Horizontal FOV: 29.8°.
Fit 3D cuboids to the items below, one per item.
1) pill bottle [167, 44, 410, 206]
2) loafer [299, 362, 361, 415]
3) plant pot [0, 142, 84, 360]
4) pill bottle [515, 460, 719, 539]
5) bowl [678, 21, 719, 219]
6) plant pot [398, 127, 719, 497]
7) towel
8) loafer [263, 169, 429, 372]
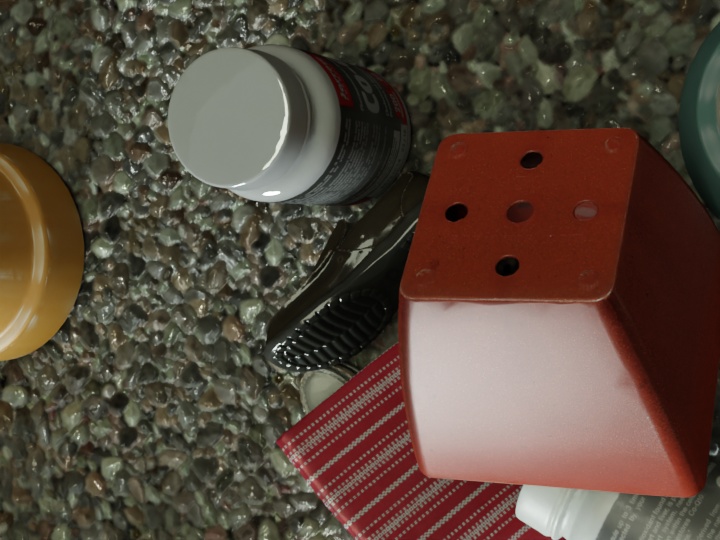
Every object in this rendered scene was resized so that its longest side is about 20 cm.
[{"bbox_3d":[-0.049,-0.106,1.004,0.114,0.200,0.114,1,91,24],"label":"pill bottle"},{"bbox_3d":[0.014,0.155,1.057,0.072,0.063,0.200,-40,76,19],"label":"loafer"},{"bbox_3d":[-0.372,-0.016,1.159,0.200,0.183,0.201,0,91,24],"label":"plant pot"},{"bbox_3d":[0.216,0.181,0.940,0.200,0.113,0.113,28,102,20],"label":"pill bottle"},{"bbox_3d":[0.302,-0.107,0.901,0.200,0.105,0.201,0,91,25],"label":"bowl"},{"bbox_3d":[0.125,0.015,0.897,0.199,0.176,0.200,0,55,24],"label":"plant pot"},{"bbox_3d":[0.052,0.161,1.022,0.145,0.022,0.200,-37,74,-17],"label":"towel"},{"bbox_3d":[0.000,0.000,1.062,0.200,0.073,0.071,-41,47,7],"label":"loafer"}]
